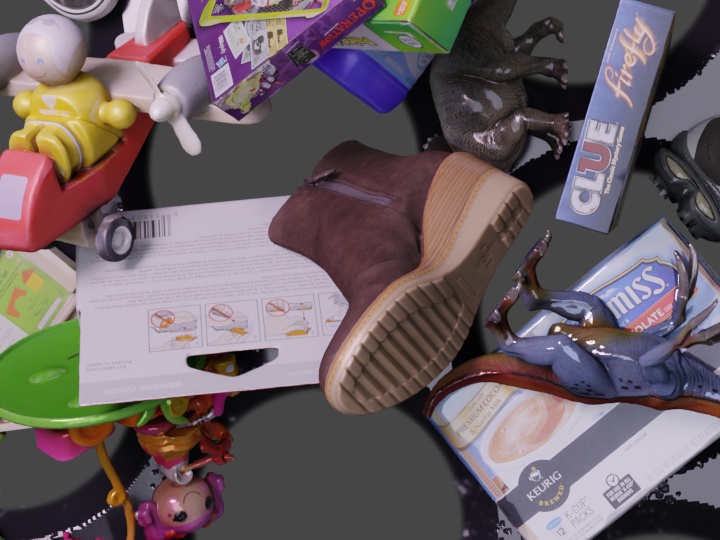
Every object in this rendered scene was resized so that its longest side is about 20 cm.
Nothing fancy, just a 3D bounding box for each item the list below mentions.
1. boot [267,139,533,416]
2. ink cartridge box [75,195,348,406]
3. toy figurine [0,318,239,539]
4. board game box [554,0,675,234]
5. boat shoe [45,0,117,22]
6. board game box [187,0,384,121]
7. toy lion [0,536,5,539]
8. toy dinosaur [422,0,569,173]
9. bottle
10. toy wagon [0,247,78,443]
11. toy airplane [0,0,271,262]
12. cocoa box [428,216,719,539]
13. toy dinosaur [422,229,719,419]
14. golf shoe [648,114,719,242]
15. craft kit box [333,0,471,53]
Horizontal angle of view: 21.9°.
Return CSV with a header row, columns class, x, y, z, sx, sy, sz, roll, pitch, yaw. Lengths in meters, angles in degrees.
class,x,y,z,sx,sy,sz,roll,pitch,yaw
boot,0.000,0.000,1.173,0.166,0.072,0.200,14,55,44
ink cartridge box,-0.085,0.026,1.219,0.199,0.174,0.044,-5,136,-3
toy figurine,-0.145,0.133,1.273,0.150,0.200,0.185,22,128,47
board game box,0.162,-0.094,1.171,0.035,0.200,0.136,17,94,8
boat shoe,-0.231,-0.264,1.286,0.071,0.064,0.200,-27,89,9
board game box,-0.058,-0.198,1.165,0.120,0.032,0.200,-39,44,24
toy lion,-0.288,0.246,1.328,0.199,0.069,0.192,-13,83,8
toy dinosaur,0.086,-0.123,1.244,0.102,0.077,0.201,0,96,1
bottle,0.045,-0.201,1.215,0.065,0.083,0.200,38,93,33
toy wagon,-0.270,0.020,1.319,0.200,0.040,0.155,37,97,5
toy airplane,-0.171,-0.121,1.218,0.200,0.141,0.199,-27,47,3
cocoa box,0.162,0.075,1.212,0.200,0.133,0.131,-40,85,8
toy dinosaur,0.169,0.052,1.124,0.181,0.105,0.200,36,129,0
golf shoe,0.280,-0.018,1.221,0.094,0.078,0.200,-37,89,8
craft kit box,0.012,-0.235,1.172,0.197,0.048,0.200,9,73,50
